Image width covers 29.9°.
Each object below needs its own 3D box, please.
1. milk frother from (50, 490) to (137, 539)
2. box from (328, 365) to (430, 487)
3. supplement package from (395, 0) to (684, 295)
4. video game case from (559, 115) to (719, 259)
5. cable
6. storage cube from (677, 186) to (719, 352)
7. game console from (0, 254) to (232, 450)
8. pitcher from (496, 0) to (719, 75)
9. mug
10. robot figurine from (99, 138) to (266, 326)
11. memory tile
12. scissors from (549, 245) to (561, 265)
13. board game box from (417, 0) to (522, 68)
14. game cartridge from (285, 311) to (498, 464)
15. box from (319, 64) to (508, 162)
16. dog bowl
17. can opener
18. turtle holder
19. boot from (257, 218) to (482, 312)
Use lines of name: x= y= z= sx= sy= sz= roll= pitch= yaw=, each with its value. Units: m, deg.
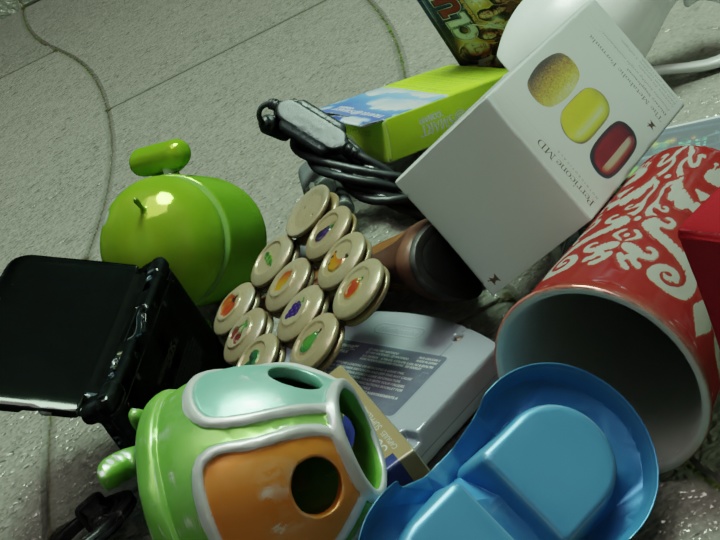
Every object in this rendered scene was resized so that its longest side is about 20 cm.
milk frother: x=-0.286 y=0.154 z=0.934 sx=0.200 sy=0.190 sz=0.179 roll=-40 pitch=30 yaw=-28
box: x=-0.060 y=0.157 z=0.865 sx=0.199 sy=0.033 sz=0.121 roll=-40 pitch=33 yaw=-5
supplement package: x=0.135 y=-0.094 z=0.988 sx=0.109 sy=0.114 sz=0.200 roll=-41 pitch=3 yaw=43
video game case: x=0.263 y=-0.069 z=1.046 sx=0.197 sy=0.024 sz=0.183 roll=-11 pitch=29 yaw=27
cable: x=0.005 y=-0.083 z=1.175 sx=0.199 sy=0.163 sz=0.051 roll=31 pitch=90 yaw=24
storage cube: x=0.300 y=0.010 z=0.698 sx=0.199 sy=0.173 sz=0.179 roll=-39 pitch=29 yaw=-26
game console: x=-0.195 y=0.083 z=1.013 sx=0.115 sy=0.177 sz=0.201 roll=-24 pitch=26 yaw=17
pitcher: x=0.240 y=-0.217 z=1.235 sx=0.200 sy=0.172 sz=0.121 roll=-42 pitch=-3 yaw=12
mug: x=0.168 y=0.014 z=0.862 sx=0.176 sy=0.135 sz=0.200 roll=-1 pitch=31 yaw=36
robot figurine: x=-0.153 y=-0.025 z=1.184 sx=0.114 sy=0.179 sz=0.200 roll=-5 pitch=2 yaw=16
memory tile: x=-0.050 y=0.022 z=1.013 sx=0.154 sy=0.017 sz=0.200 roll=-49 pitch=26 yaw=8
scissors: x=0.157 y=-0.052 z=1.119 sx=0.072 sy=0.014 sz=0.200 roll=-25 pitch=24 yaw=-4
board game box: x=0.133 y=-0.265 z=1.325 sx=0.134 sy=0.200 sz=0.035 roll=-9 pitch=53 yaw=30
game cartridge: x=0.007 y=0.083 z=0.982 sx=0.198 sy=0.041 sz=0.133 roll=7 pitch=44 yaw=47
box: x=0.049 y=-0.153 z=1.313 sx=0.198 sy=0.048 sz=0.121 roll=-23 pitch=22 yaw=-31
dog bowl: x=0.077 y=0.140 z=0.741 sx=0.200 sy=0.111 sz=0.050 roll=-40 pitch=-13 yaw=-28
can opener: x=-0.043 y=-0.055 z=1.236 sx=0.067 sy=0.054 sz=0.200 roll=-38 pitch=16 yaw=5
turtle holder: x=-0.051 y=0.121 z=0.773 sx=0.130 sy=0.143 sz=0.185 roll=-25 pitch=-18 yaw=10
boot: x=0.000 y=0.000 z=1.055 sx=0.197 sy=0.069 sz=0.188 roll=-13 pitch=11 yaw=22
